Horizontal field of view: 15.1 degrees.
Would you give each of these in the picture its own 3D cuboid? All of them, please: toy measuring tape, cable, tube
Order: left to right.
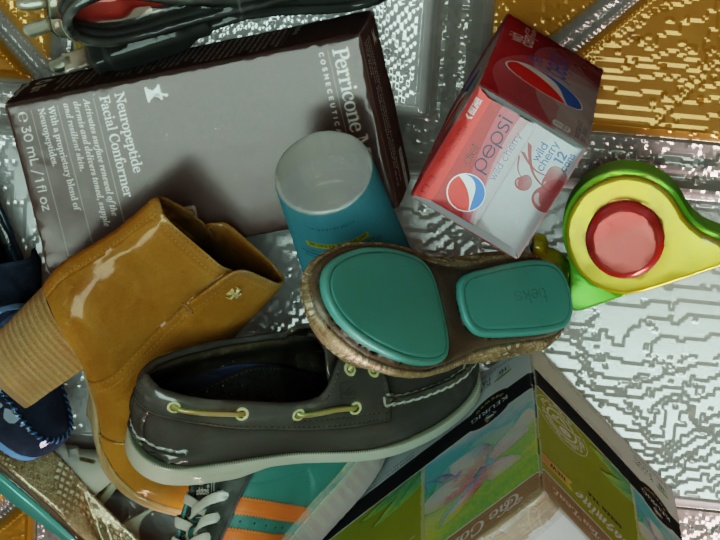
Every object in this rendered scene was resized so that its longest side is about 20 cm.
[{"bbox_3d":[-0.085,-0.151,1.446,0.200,0.097,0.050,-18,66,2],"label":"cable"},{"bbox_3d":[0.000,0.000,1.450,0.077,0.050,0.200,-3,149,11],"label":"tube"},{"bbox_3d":[0.178,-0.037,1.456,0.200,0.074,0.074,-19,102,11],"label":"toy measuring tape"}]

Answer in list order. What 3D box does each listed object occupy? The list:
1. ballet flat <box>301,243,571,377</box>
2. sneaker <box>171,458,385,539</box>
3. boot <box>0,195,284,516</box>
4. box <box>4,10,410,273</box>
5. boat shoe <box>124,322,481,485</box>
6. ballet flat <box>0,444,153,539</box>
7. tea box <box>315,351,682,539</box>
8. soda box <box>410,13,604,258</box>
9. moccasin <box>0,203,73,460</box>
[{"bbox_3d":[0.026,0.025,1.386,0.065,0.200,0.071,-20,74,40],"label":"ballet flat"},{"bbox_3d":[-0.073,0.139,1.470,0.080,0.071,0.200,49,63,-20],"label":"sneaker"},{"bbox_3d":[-0.094,0.049,1.471,0.144,0.071,0.201,-36,136,13],"label":"boot"},{"bbox_3d":[-0.081,-0.069,1.476,0.200,0.075,0.100,-12,104,8],"label":"box"},{"bbox_3d":[-0.025,0.061,1.433,0.201,0.072,0.061,-12,136,-21],"label":"boat shoe"},{"bbox_3d":[-0.141,0.144,1.554,0.200,0.071,0.065,45,78,-9],"label":"ballet flat"},{"bbox_3d":[0.059,0.175,1.454,0.200,0.197,0.134,-39,107,14],"label":"tea box"},{"bbox_3d":[0.078,-0.072,1.388,0.063,0.200,0.070,30,106,-2],"label":"soda box"},{"bbox_3d":[-0.208,0.008,1.495,0.068,0.080,0.200,-26,95,27],"label":"moccasin"}]
